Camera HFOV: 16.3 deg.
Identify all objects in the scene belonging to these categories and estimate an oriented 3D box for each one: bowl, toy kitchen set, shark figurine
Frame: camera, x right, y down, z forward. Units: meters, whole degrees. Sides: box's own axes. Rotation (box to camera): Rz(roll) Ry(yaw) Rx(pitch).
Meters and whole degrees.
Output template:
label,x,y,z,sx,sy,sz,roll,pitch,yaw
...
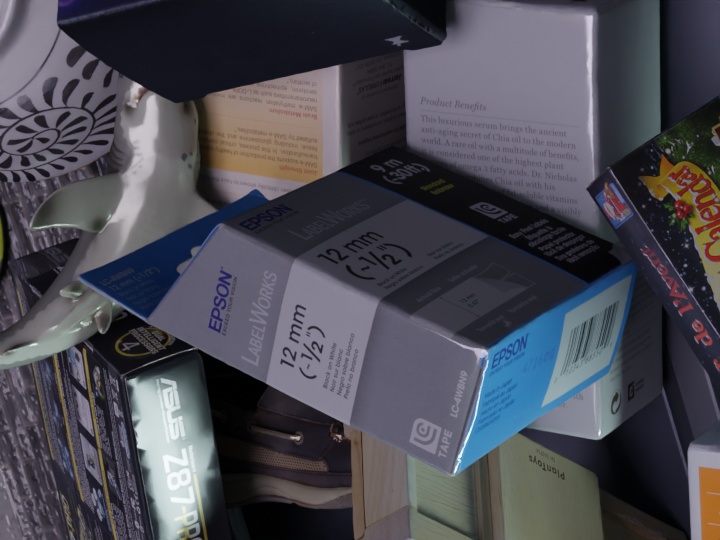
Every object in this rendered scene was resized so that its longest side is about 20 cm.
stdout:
label,x,y,z,sx,sy,sz,roll,pitch,yaw
bowl,-0.194,-0.144,1.271,0.199,0.094,0.202,1,95,16
toy kitchen set,0.035,0.191,1.166,0.180,0.199,0.164,-32,44,34
shark figurine,-0.143,-0.004,1.229,0.128,0.214,0.089,48,173,-21

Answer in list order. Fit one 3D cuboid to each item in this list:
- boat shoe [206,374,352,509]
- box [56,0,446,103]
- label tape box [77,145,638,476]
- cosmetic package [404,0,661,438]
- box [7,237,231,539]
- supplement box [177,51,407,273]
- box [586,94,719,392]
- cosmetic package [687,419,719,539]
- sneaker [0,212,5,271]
label,x,y,z,sx,sy,sz,roll,pitch,yaw
boat shoe,-0.022,0.077,1.281,0.199,0.074,0.074,-8,101,33
box,-0.047,-0.194,1.129,0.147,0.104,0.201,-11,68,26
label tape box,0.000,0.000,1.092,0.199,0.143,0.066,27,119,23
cosmetic package,0.081,-0.033,1.170,0.101,0.071,0.201,9,111,31
box,-0.119,0.104,1.301,0.161,0.049,0.201,35,139,55
supplement box,-0.042,-0.070,1.244,0.125,0.073,0.201,11,110,31
box,0.209,0.009,1.076,0.201,0.136,0.038,57,164,4
cosmetic package,0.212,0.169,1.161,0.101,0.071,0.201,4,108,31
sneaker,-0.249,-0.074,1.372,0.074,0.081,0.201,-3,104,33
